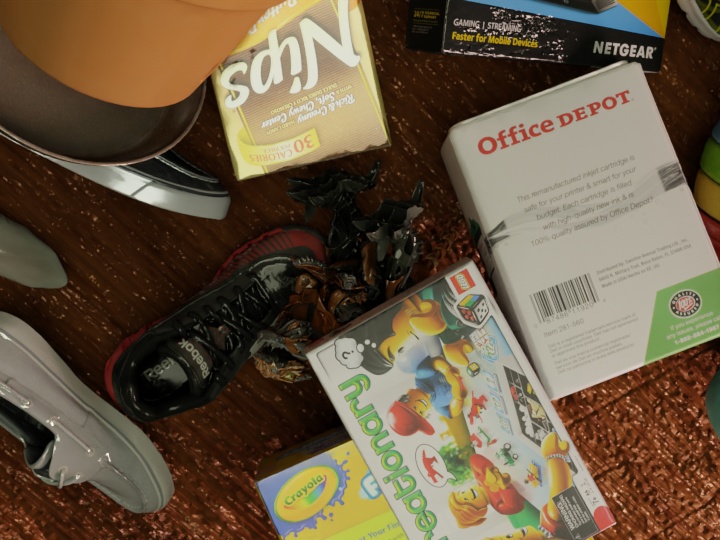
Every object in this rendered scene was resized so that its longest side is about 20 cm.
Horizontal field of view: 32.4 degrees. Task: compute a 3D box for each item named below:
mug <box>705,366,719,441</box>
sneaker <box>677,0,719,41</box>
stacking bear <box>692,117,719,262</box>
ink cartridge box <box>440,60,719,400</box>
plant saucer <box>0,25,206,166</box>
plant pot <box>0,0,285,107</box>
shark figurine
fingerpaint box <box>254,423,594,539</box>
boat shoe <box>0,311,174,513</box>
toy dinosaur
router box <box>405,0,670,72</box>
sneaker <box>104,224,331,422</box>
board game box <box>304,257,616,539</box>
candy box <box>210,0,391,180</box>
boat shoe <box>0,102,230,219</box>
[{"bbox_3d":[0.354,0.081,0.922,0.152,0.185,0.115,29,125,4],"label":"mug"},{"bbox_3d":[0.261,-0.208,0.859,0.200,0.085,0.075,19,92,-40],"label":"sneaker"},{"bbox_3d":[0.297,-0.051,0.915,0.121,0.114,0.201,14,111,-23],"label":"stacking bear"},{"bbox_3d":[0.158,-0.026,0.876,0.146,0.084,0.201,-20,86,-3],"label":"ink cartridge box"},{"bbox_3d":[-0.197,-0.152,0.823,0.200,0.200,0.032,42,137,-13],"label":"plant saucer"},{"bbox_3d":[-0.136,-0.195,0.754,0.200,0.200,0.140,27,124,-11],"label":"plant pot"},{"bbox_3d":[-0.331,-0.006,0.869,0.214,0.090,0.129,-22,102,-3],"label":"shark figurine"},{"bbox_3d":[0.049,0.176,0.878,0.199,0.073,0.167,-24,94,0],"label":"fingerpaint box"},{"bbox_3d":[-0.217,0.118,0.894,0.072,0.069,0.200,-13,123,39],"label":"boat shoe"},{"bbox_3d":[0.000,0.000,0.886,0.102,0.200,0.136,11,127,22],"label":"toy dinosaur"},{"bbox_3d":[0.130,-0.218,0.851,0.199,0.051,0.150,-2,103,-33],"label":"router box"},{"bbox_3d":[-0.101,0.043,0.896,0.200,0.098,0.071,-38,102,0],"label":"sneaker"},{"bbox_3d":[0.065,0.109,0.819,0.126,0.035,0.200,-30,94,0],"label":"board game box"},{"bbox_3d":[-0.055,-0.175,0.876,0.115,0.055,0.201,-13,102,-1],"label":"candy box"},{"bbox_3d":[-0.178,-0.100,0.876,0.199,0.072,0.068,25,99,-4],"label":"boat shoe"}]
